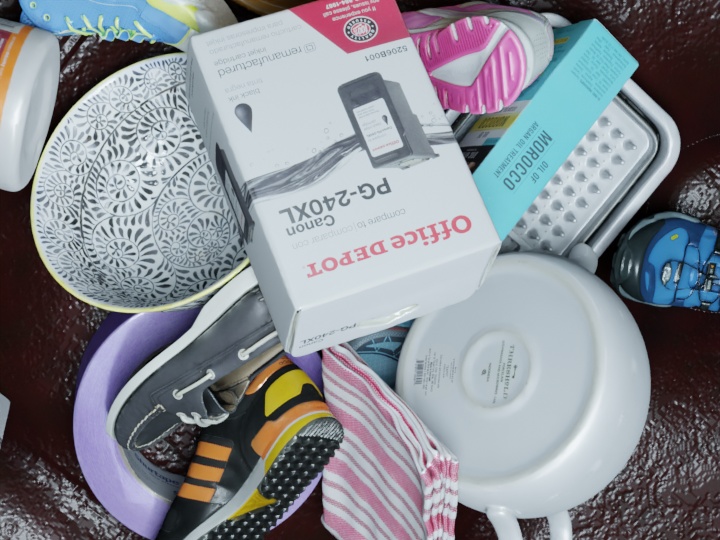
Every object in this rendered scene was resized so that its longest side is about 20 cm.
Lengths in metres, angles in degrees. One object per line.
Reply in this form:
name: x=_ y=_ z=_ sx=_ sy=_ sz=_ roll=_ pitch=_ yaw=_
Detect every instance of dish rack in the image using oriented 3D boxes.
dish rack: x=0.132 y=-0.079 z=1.151 sx=0.171 sy=0.044 sz=0.201 roll=39 pitch=94 yaw=-15

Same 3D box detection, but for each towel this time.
towel: x=0.013 y=0.162 z=1.065 sx=0.030 sy=0.146 sz=0.202 roll=-21 pitch=134 yaw=-26

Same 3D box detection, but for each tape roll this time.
tape roll: x=-0.120 y=0.108 z=1.141 sx=0.197 sy=0.066 sz=0.203 roll=-2 pitch=103 yaw=-10

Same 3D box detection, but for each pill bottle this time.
pill bottle: x=-0.316 y=-0.132 z=1.020 sx=0.197 sy=0.114 sz=0.116 roll=14 pitch=101 yaw=-3

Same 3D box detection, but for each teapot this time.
teapot: x=0.130 y=0.094 z=1.066 sx=0.200 sy=0.198 sz=0.146 roll=-46 pitch=142 yaw=9

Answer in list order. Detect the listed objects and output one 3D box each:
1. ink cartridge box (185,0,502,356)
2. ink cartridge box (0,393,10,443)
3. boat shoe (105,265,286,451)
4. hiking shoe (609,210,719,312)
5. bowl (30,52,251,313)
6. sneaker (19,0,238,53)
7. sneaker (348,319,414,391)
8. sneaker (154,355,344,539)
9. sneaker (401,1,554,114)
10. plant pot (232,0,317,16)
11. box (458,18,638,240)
ink cartridge box: x=-0.014 y=-0.066 z=0.962 sx=0.144 sy=0.084 sz=0.202 roll=-18 pitch=71 yaw=-15
ink cartridge box: x=-0.315 y=0.147 z=1.047 sx=0.067 sy=0.200 sz=0.116 roll=41 pitch=95 yaw=-16
boat shoe: x=-0.104 y=0.073 z=1.036 sx=0.200 sy=0.074 sz=0.061 roll=-44 pitch=74 yaw=24
hiking shoe: x=0.281 y=-0.001 z=1.141 sx=0.198 sy=0.086 sz=0.075 roll=3 pitch=101 yaw=-35
bowl: x=-0.128 y=-0.047 z=1.071 sx=0.198 sy=0.094 sz=0.203 roll=-6 pitch=66 yaw=14
sneaker: x=-0.176 y=-0.189 z=1.053 sx=0.200 sy=0.076 sz=0.105 roll=43 pitch=106 yaw=5
sneaker: x=0.069 y=0.108 z=1.149 sx=0.199 sy=0.096 sz=0.080 roll=31 pitch=113 yaw=-15
sneaker: x=-0.096 y=0.144 z=1.093 sx=0.070 sy=0.090 sz=0.200 roll=11 pitch=129 yaw=-50
sneaker: x=0.058 y=-0.149 z=1.068 sx=0.088 sy=0.198 sz=0.082 roll=-23 pitch=113 yaw=-45
plant pot: x=-0.031 y=-0.266 z=1.006 sx=0.197 sy=0.183 sz=0.203 roll=-2 pitch=104 yaw=-9
box: x=0.108 y=-0.086 z=1.062 sx=0.049 sy=0.082 sz=0.201 roll=41 pitch=81 yaw=-15
